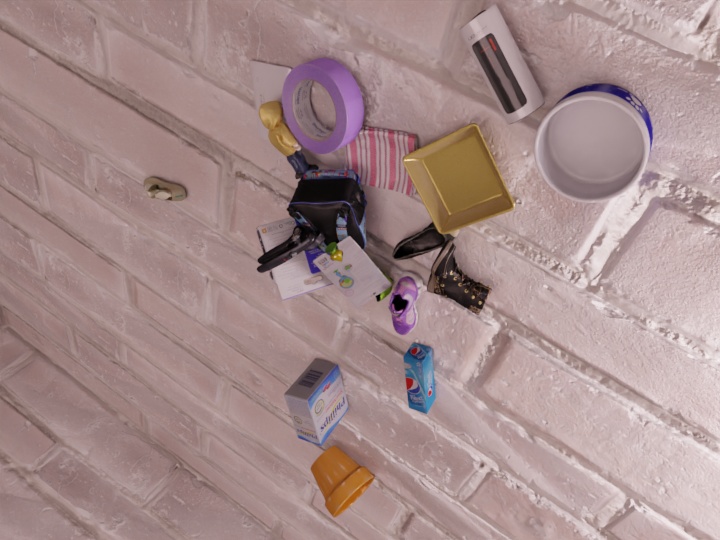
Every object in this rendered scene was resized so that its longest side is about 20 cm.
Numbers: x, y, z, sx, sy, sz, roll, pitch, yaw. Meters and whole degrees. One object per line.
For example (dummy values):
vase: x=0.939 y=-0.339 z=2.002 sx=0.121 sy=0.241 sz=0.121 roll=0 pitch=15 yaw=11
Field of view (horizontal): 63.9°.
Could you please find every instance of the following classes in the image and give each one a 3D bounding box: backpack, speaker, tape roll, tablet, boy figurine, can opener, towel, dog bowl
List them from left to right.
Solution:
tablet: x=-0.216 y=-0.415 z=1.448 sx=0.128 sy=0.014 sz=0.203 roll=19 pitch=131 yaw=24
boy figurine: x=-0.186 y=-0.324 z=1.434 sx=0.202 sy=0.064 sz=0.124 roll=59 pitch=164 yaw=-20
can opener: x=-0.179 y=-0.045 z=1.402 sx=0.198 sy=0.064 sz=0.079 roll=-28 pitch=128 yaw=23
tape roll: x=-0.088 y=-0.376 z=1.327 sx=0.198 sy=0.065 sz=0.203 roll=23 pitch=131 yaw=30
backpack: x=-0.063 y=-0.136 z=1.436 sx=0.179 sy=0.136 sz=0.201 roll=1 pitch=145 yaw=22
towel: x=0.044 y=-0.260 z=1.358 sx=0.197 sy=0.030 sz=0.149 roll=16 pitch=129 yaw=27
speaker: x=0.262 y=-0.381 z=1.071 sx=0.080 sy=0.081 sz=0.202 roll=-20 pitch=108 yaw=43
dog bowl: x=0.425 y=-0.232 z=1.060 sx=0.197 sy=0.079 sz=0.203 roll=20 pitch=131 yaw=24

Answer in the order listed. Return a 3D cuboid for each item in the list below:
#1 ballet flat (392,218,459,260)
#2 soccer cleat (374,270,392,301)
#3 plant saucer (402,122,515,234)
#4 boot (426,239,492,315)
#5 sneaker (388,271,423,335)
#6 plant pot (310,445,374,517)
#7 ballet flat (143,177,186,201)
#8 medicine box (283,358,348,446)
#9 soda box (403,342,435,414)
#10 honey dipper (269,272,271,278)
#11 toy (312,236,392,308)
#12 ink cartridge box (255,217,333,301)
ballet flat: x=0.159 y=-0.068 z=1.393 sx=0.199 sy=0.057 sz=0.067 roll=-28 pitch=102 yaw=41
soccer cleat: x=0.000 y=0.000 z=1.545 sx=0.199 sy=0.081 sz=0.068 roll=40 pitch=136 yaw=5
plant saucer: x=0.217 y=-0.200 z=1.255 sx=0.198 sy=0.048 sz=0.202 roll=-18 pitch=108 yaw=40
boot: x=0.241 y=0.022 z=1.374 sx=0.149 sy=0.074 sz=0.201 roll=29 pitch=148 yaw=14
sneaker: x=0.108 y=0.102 z=1.537 sx=0.079 sy=0.089 sz=0.203 roll=22 pitch=133 yaw=20
plant pot: x=-0.080 y=0.750 z=2.099 sx=0.183 sy=0.199 sz=0.202 roll=44 pitch=139 yaw=22
ballet flat: x=-0.644 y=-0.255 z=1.848 sx=0.197 sy=0.069 sz=0.071 roll=11 pitch=128 yaw=31
medicine box: x=-0.139 y=0.429 z=1.894 sx=0.101 sy=0.182 sz=0.203 roll=8 pitch=126 yaw=32
soda box: x=0.171 y=0.310 z=1.658 sx=0.063 sy=0.068 sz=0.203 roll=11 pitch=127 yaw=29
honey dipper: x=-0.180 y=-0.038 z=1.565 sx=0.037 sy=0.200 sz=0.039 roll=19 pitch=133 yaw=22
toy: x=-0.020 y=-0.003 z=1.461 sx=0.114 sy=0.048 sz=0.200 roll=-32 pitch=129 yaw=14
ink cartridge box: x=-0.150 y=-0.042 z=1.508 sx=0.043 sy=0.195 sz=0.204 roll=-28 pitch=80 yaw=69
